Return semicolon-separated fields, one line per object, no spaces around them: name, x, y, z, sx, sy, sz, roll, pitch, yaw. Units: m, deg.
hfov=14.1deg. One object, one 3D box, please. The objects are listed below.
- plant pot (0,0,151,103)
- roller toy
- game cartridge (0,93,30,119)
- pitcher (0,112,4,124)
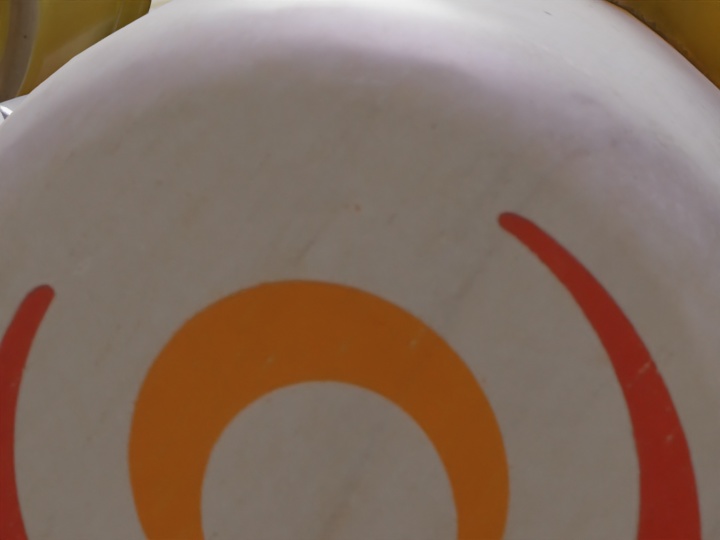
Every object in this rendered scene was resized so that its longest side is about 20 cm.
plant pot;-0.171;-0.109;1.014;0.200;0.201;0.189;-6;17;0
roller toy;0.010;0.022;0.581;0.182;0.201;0.140;-7;12;18
game cartridge;0.000;0.000;0.831;0.200;0.038;0.130;34;36;23
pitcher;-0.189;0.015;0.687;0.200;0.121;0.172;-4;35;26
